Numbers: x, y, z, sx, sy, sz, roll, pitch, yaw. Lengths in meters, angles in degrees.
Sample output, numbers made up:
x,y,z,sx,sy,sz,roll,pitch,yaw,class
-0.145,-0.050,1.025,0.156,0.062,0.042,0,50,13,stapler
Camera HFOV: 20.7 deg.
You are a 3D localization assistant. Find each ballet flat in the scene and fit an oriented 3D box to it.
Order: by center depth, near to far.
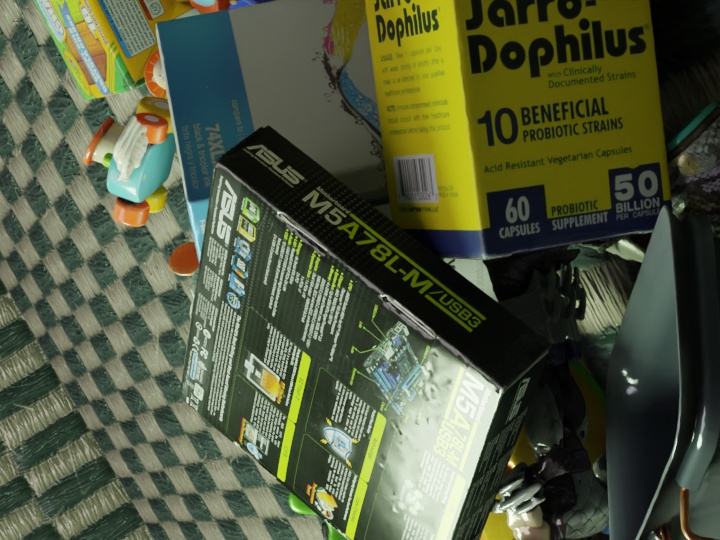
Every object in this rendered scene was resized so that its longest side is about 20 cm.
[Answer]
x,y,z,sx,sy,sz,roll,pitch,yaw,class
0.158,-0.033,1.045,0.072,0.072,0.200,59,163,-1,ballet flat

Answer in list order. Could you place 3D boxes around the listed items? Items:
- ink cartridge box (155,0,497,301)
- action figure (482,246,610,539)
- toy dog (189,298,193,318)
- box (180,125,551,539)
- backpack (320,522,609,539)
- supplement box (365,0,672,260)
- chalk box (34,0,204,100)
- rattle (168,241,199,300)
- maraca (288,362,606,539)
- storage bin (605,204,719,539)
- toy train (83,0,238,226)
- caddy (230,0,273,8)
x,y,z,sx,sy,sz,roll,pitch,yaw,class
-0.004,-0.064,1.145,0.147,0.198,0.147,82,175,-50,ink cartridge box
0.109,0.089,1.077,0.069,0.130,0.202,-13,84,27,action figure
-0.016,0.005,1.390,0.199,0.193,0.141,-12,97,36,toy dog
-0.006,0.053,1.027,0.193,0.047,0.201,36,142,19,box
0.093,0.155,1.356,0.163,0.167,0.201,46,126,23,backpack
0.073,-0.113,0.974,0.109,0.108,0.202,-177,78,-67,supplement box
-0.181,-0.216,1.542,0.126,0.123,0.200,63,161,-10,chalk box
0.000,0.000,1.239,0.199,0.143,0.130,38,-153,-7,rattle
0.055,0.108,1.171,0.107,0.198,0.139,160,107,-85,maraca
0.199,0.073,0.948,0.201,0.133,0.147,93,179,-60,storage bin
-0.126,-0.130,1.233,0.055,0.201,0.151,19,153,10,toy train
-0.047,-0.129,1.357,0.142,0.104,0.200,60,162,1,caddy
